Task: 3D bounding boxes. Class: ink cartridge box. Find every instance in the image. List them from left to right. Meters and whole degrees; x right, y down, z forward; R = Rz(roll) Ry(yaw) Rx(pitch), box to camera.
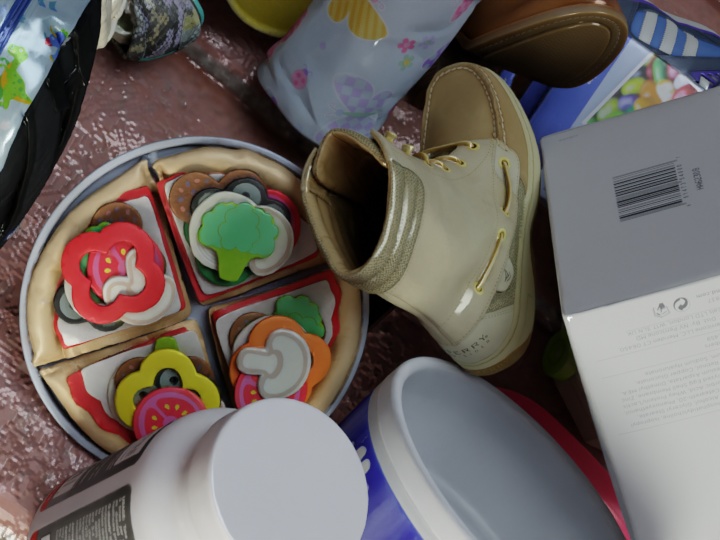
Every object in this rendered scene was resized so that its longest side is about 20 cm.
[{"bbox_3d":[0.174,-0.075,1.663,0.199,0.042,0.120,35,90,4],"label":"ink cartridge box"}]

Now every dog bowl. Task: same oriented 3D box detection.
[{"bbox_3d":[0.065,0.149,1.452,0.200,0.079,0.200,39,21,-19],"label":"dog bowl"}]

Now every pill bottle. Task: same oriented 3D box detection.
[{"bbox_3d":[-0.088,0.139,1.377,0.115,0.200,0.117,12,67,-30],"label":"pill bottle"}]

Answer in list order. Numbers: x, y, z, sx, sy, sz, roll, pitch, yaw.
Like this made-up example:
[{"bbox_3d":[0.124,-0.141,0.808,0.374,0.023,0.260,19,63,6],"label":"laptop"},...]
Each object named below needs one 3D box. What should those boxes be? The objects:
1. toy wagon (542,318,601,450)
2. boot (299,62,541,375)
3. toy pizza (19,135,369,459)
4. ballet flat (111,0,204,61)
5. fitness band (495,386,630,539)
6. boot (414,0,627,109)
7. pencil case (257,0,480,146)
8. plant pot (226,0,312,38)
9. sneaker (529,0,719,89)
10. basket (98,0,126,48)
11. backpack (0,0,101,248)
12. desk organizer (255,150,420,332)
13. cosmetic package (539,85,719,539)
[{"bbox_3d":[0.195,0.032,1.714,0.155,0.040,0.201,25,59,-25],"label":"toy wagon"},{"bbox_3d":[0.033,-0.056,1.482,0.155,0.072,0.201,32,49,-45],"label":"boot"},{"bbox_3d":[-0.091,0.025,1.455,0.199,0.032,0.202,-2,103,-10],"label":"toy pizza"},{"bbox_3d":[-0.171,-0.209,1.538,0.072,0.072,0.201,-36,93,-38],"label":"ballet flat"},{"bbox_3d":[0.102,0.164,1.606,0.200,0.037,0.144,46,51,-13],"label":"fitness band"},{"bbox_3d":[0.103,-0.191,1.631,0.073,0.200,0.156,23,69,-30],"label":"boot"},{"bbox_3d":[0.025,-0.161,1.569,0.090,0.200,0.083,3,43,-53],"label":"pencil case"},{"bbox_3d":[-0.027,-0.264,1.596,0.199,0.201,0.142,-7,50,-36],"label":"plant pot"},{"bbox_3d":[0.205,-0.113,1.714,0.199,0.081,0.147,8,33,-37],"label":"sneaker"},{"bbox_3d":[-0.207,-0.225,1.436,0.199,0.124,0.136,18,65,4],"label":"basket"},{"bbox_3d":[-0.210,-0.090,1.381,0.154,0.200,0.164,41,55,-13],"label":"backpack"},{"bbox_3d":[0.000,0.000,1.568,0.200,0.077,0.072,-41,97,-37],"label":"desk organizer"},{"bbox_3d":[0.190,0.037,1.515,0.200,0.122,0.201,-90,162,-58],"label":"cosmetic package"}]
